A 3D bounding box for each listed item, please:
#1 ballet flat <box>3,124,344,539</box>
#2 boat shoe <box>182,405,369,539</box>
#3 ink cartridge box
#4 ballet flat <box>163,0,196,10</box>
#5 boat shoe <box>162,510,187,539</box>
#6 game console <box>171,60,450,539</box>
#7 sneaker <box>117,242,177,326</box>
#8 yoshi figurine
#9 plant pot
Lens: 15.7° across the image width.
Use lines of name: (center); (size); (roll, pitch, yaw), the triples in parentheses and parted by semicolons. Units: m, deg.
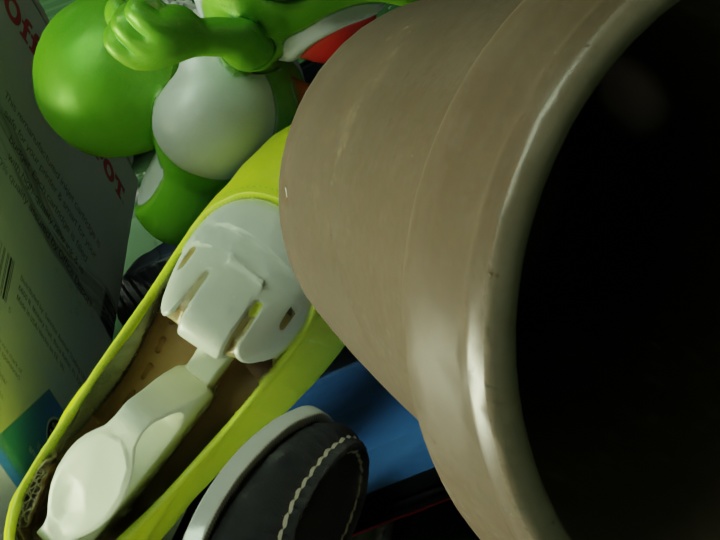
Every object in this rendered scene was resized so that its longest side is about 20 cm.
ballet flat: (-0.056, 0.033, 0.885); (0.067, 0.067, 0.200); (39, 101, 11)
boat shoe: (-0.036, 0.124, 0.797); (0.060, 0.074, 0.200); (11, 45, 25)
ink cartridge box: (-0.158, -0.005, 0.993); (0.084, 0.145, 0.200); (-12, 44, 17)
ballet flat: (-0.139, -0.063, 1.209); (0.200, 0.072, 0.072); (-28, 44, 21)
boat shoe: (-0.078, 0.072, 1.045); (0.076, 0.072, 0.200); (-29, 42, -15)
game console: (0.000, 0.000, 0.918); (0.200, 0.119, 0.172); (-24, 84, 33)
sneaker: (-0.008, -0.015, 1.051); (0.200, 0.070, 0.082); (-15, 32, 32)
yoshi figurine: (-0.057, -0.099, 0.902); (0.112, 0.112, 0.200); (52, 133, 32)
plant pot: (0.069, -0.011, 0.750); (0.200, 0.200, 0.175); (-56, 33, -8)
